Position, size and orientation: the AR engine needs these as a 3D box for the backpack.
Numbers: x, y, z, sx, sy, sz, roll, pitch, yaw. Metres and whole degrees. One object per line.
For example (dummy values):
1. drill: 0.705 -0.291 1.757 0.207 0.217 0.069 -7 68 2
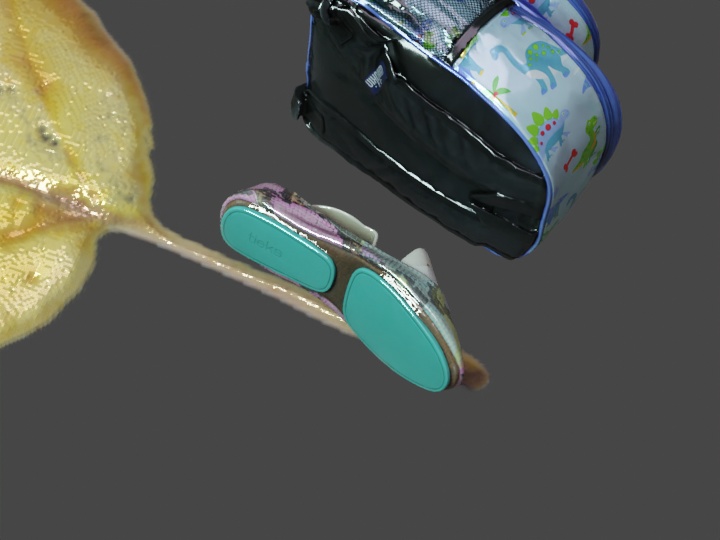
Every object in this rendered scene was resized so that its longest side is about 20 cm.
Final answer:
1. backpack: 0.076 -0.123 1.620 0.200 0.183 0.147 40 67 12

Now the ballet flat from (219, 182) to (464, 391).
1. ballet flat: 0.000 0.000 1.618 0.200 0.069 0.071 34 45 16
